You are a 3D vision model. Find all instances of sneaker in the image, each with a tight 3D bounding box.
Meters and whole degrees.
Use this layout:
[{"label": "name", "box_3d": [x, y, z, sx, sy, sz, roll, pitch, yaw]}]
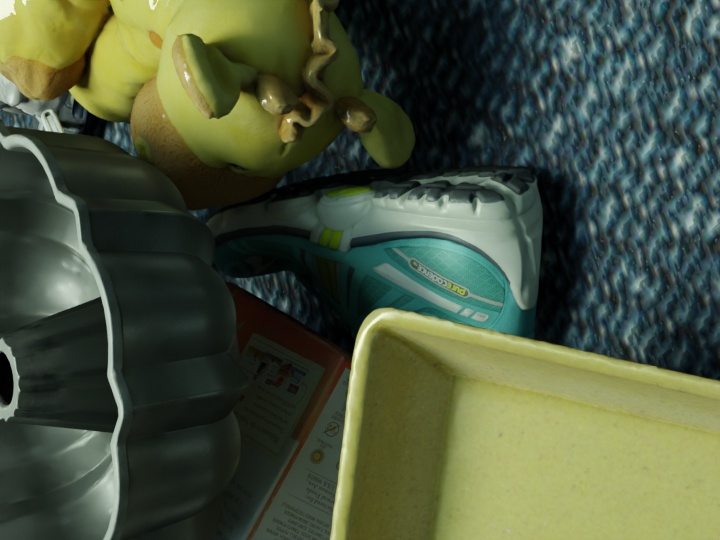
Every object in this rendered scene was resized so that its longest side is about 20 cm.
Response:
[{"label": "sneaker", "box_3d": [0.000, 0.000, 0.910, 0.199, 0.077, 0.080, 4, 104, 53]}]

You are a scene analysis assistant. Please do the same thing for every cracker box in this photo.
[{"label": "cracker box", "box_3d": [-0.063, 0.117, 0.913, 0.201, 0.057, 0.134, -60, 30, -1]}]

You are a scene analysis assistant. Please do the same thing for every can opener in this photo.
[{"label": "can opener", "box_3d": [-0.132, -0.010, 1.017, 0.200, 0.066, 0.053, 75, 171, -66]}]

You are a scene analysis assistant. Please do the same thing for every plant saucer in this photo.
[{"label": "plant saucer", "box_3d": [0.086, 0.123, 0.766, 0.198, 0.048, 0.202, 12, 104, 19]}]

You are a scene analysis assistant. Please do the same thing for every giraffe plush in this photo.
[{"label": "giraffe plush", "box_3d": [-0.056, -0.098, 0.894, 0.163, 0.171, 0.201, 62, 151, 30]}]

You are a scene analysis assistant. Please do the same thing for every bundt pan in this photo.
[{"label": "bundt pan", "box_3d": [-0.110, 0.040, 0.859, 0.201, 0.075, 0.204, 11, 104, 55]}]

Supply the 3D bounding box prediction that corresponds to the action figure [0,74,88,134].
[{"label": "action figure", "box_3d": [-0.197, -0.107, 1.142, 0.193, 0.104, 0.202, 29, 113, 59]}]
